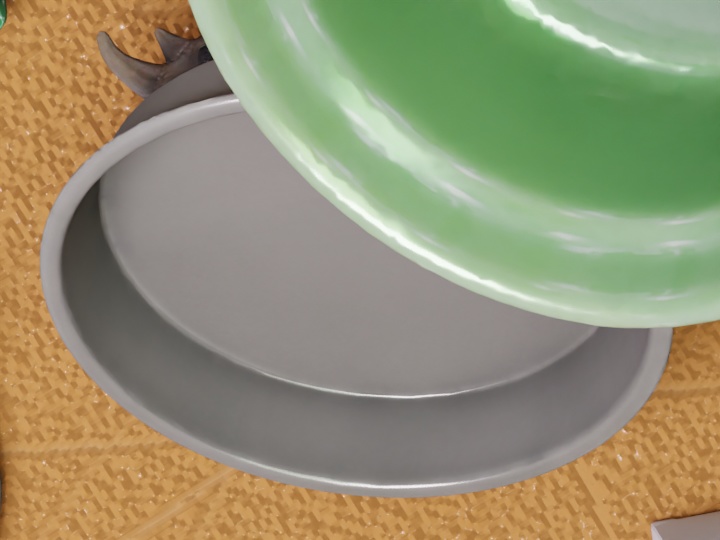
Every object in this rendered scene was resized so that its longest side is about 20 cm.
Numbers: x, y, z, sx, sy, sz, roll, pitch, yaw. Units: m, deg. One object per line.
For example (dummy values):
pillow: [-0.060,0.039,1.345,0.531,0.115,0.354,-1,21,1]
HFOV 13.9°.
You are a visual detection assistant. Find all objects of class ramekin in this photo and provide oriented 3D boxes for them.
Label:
ramekin: [0.060,-0.092,0.770,0.200,0.098,0.200,19,138,19]

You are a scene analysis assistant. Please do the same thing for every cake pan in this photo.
cake pan: [0.000,0.000,0.932,0.200,0.037,0.201,6,141,5]

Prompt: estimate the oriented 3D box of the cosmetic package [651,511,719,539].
cosmetic package: [0.191,0.175,1.032,0.150,0.052,0.201,-10,102,0]

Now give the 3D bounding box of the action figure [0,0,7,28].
action figure: [-0.190,-0.118,0.907,0.200,0.055,0.118,23,120,-37]

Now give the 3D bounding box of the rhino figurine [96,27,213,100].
rhino figurine: [0.014,-0.066,0.961,0.199,0.060,0.088,5,83,-5]
